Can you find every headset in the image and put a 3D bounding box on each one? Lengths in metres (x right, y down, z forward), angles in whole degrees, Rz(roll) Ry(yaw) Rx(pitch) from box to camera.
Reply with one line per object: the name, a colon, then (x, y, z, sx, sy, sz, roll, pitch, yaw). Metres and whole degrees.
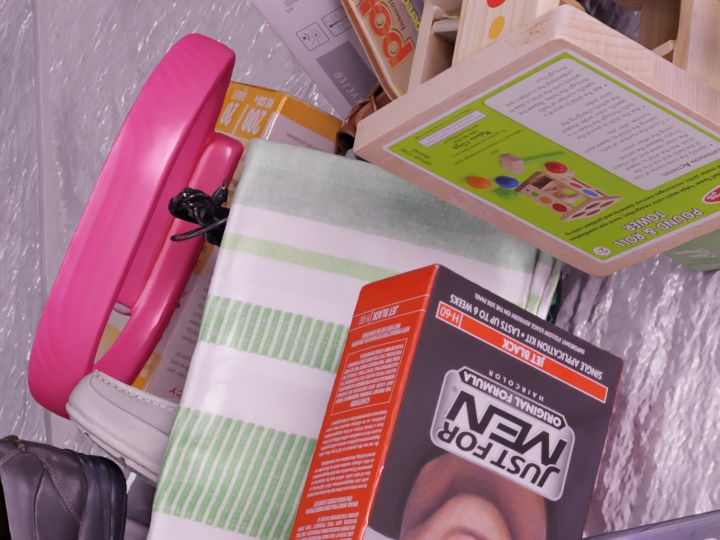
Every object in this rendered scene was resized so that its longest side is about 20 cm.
headset: (0.000, 0.000, 1.021, 0.199, 0.094, 0.124, 19, 80, 23)

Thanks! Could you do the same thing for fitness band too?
fitness band: (-0.109, -0.020, 1.094, 0.144, 0.037, 0.201, -19, -48, -79)

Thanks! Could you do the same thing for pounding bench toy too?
pounding bench toy: (0.114, -0.116, 0.806, 0.200, 0.124, 0.157, -26, 46, 52)

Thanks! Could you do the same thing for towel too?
towel: (-0.004, 0.051, 0.947, 0.023, 0.151, 0.202, 51, -127, -72)

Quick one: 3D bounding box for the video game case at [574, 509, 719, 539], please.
video game case: (0.085, 0.190, 0.806, 0.143, 0.019, 0.201, -23, 46, 54)

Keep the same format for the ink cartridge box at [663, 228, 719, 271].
ink cartridge box: (0.183, -0.105, 0.857, 0.145, 0.048, 0.201, -10, 57, 60)

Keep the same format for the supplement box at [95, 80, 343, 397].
supplement box: (-0.079, -0.001, 1.229, 0.201, 0.073, 0.126, -65, 26, -2)

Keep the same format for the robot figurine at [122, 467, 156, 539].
robot figurine: (-0.112, 0.190, 1.069, 0.169, 0.113, 0.201, 17, 81, 33)

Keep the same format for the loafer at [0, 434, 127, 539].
loafer: (-0.155, 0.168, 0.975, 0.073, 0.072, 0.201, -33, 45, 40)

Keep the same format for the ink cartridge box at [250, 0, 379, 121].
ink cartridge box: (-0.024, -0.185, 1.200, 0.050, 0.161, 0.201, -27, 32, 21)

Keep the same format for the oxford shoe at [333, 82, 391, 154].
oxford shoe: (0.028, -0.076, 1.103, 0.071, 0.071, 0.201, -16, 51, 59)

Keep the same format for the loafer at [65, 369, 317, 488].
loafer: (-0.042, 0.083, 0.998, 0.199, 0.070, 0.070, 22, 82, 21)

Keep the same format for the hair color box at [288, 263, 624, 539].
hair color box: (0.027, 0.111, 0.853, 0.061, 0.101, 0.202, -17, 53, 57)

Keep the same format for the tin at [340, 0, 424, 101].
tin: (0.030, -0.161, 1.058, 0.112, 0.042, 0.201, -42, 63, 40)
